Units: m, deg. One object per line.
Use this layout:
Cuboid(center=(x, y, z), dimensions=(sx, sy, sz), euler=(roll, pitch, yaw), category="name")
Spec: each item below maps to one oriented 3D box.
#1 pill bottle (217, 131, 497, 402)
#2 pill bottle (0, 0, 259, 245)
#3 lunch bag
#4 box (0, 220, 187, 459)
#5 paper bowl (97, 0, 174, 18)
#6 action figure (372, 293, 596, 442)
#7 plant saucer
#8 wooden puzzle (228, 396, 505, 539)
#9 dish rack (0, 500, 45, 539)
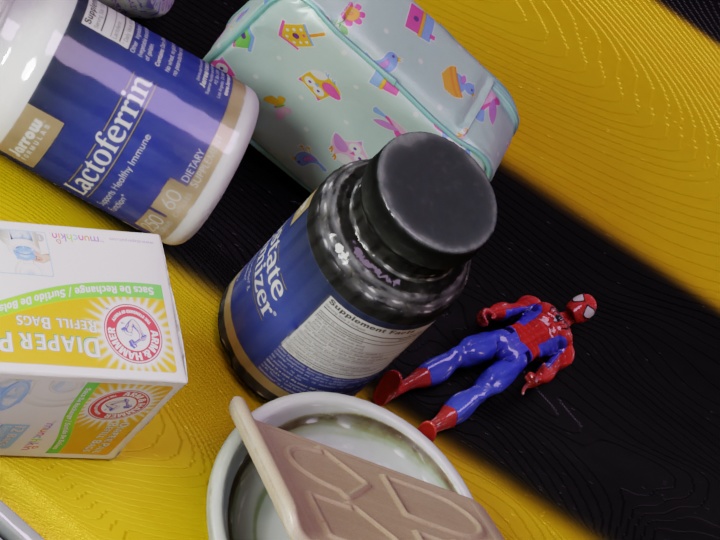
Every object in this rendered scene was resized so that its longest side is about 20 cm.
Cuboid(center=(0.000, 0.000, 1.677), dimensions=(0.111, 0.200, 0.112), euler=(17, 53, -23), category="pill bottle")
Cuboid(center=(-0.174, -0.109, 1.693), dimensions=(0.199, 0.116, 0.116), euler=(28, 49, -14), category="pill bottle")
Cuboid(center=(-0.007, -0.116, 1.782), dimensions=(0.200, 0.160, 0.077), euler=(41, 52, -12), category="lunch bag")
Cuboid(center=(-0.217, 0.040, 1.569), dimensions=(0.199, 0.112, 0.102), euler=(5, 59, -32), category="box")
Cuboid(center=(-0.176, -0.267, 1.750), dimensions=(0.104, 0.201, 0.201), euler=(3, 53, 7), category="paper bowl")
Cuboid(center=(0.096, 0.058, 1.810), dimensions=(0.200, 0.052, 0.066), euler=(-28, 74, -44), category="action figure")
Cuboid(center=(-0.013, 0.174, 1.657), dimensions=(0.199, 0.050, 0.201), euler=(16, 53, -23), category="plant saucer")
Cuboid(center=(0.015, 0.160, 1.573), dimensions=(0.199, 0.046, 0.185), euler=(26, 11, -21), category="wooden puzzle")
Cuboid(center=(-0.257, 0.201, 1.484), dimensions=(0.172, 0.044, 0.200), euler=(41, 47, -2), category="dish rack")
